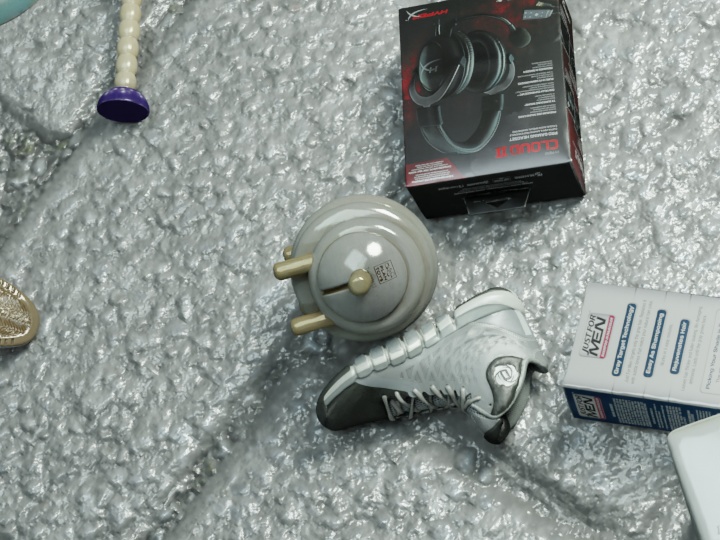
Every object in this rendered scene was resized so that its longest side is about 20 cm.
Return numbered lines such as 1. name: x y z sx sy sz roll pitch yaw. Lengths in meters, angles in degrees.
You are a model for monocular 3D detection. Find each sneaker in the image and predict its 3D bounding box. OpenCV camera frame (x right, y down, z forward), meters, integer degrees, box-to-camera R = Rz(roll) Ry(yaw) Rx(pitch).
1. sneaker: 0.066 0.107 1.438 0.200 0.075 0.116 -31 65 4
2. sneaker: -0.405 0.040 1.635 0.199 0.112 0.071 14 69 -8

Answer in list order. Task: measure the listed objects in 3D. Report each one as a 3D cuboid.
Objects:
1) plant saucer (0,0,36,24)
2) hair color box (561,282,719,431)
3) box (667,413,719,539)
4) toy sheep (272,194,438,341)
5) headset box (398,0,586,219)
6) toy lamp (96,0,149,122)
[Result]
1. plant saucer: -0.397 -0.344 1.798 0.200 0.027 0.201 -7 68 17
2. hair color box: 0.272 0.076 1.381 0.199 0.061 0.100 7 62 21
3. box: 0.346 0.189 1.240 0.200 0.199 0.172 -21 63 8
4. toy sheep: 0.000 0.000 1.446 0.137 0.200 0.138 0 104 2
5. headset box: 0.115 -0.140 1.517 0.148 0.077 0.201 -7 66 16
6. toy lamp: -0.227 -0.246 1.685 0.058 0.058 0.201 -4 68 17
